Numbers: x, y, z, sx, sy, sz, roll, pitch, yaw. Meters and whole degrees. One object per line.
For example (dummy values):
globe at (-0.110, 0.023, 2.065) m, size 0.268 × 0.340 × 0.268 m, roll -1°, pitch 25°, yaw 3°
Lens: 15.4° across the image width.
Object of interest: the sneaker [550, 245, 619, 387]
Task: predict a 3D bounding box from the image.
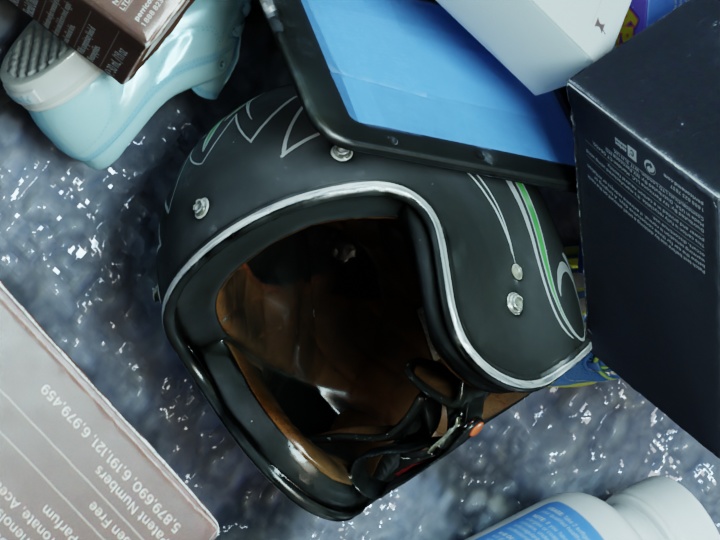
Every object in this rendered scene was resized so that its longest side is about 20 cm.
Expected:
sneaker at (0.164, 0.023, 1.420) m, size 0.199 × 0.105 × 0.076 m, roll -14°, pitch 103°, yaw -28°

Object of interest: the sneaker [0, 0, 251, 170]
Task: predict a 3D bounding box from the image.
sneaker at (-0.082, -0.130, 1.287) m, size 0.200 × 0.074 × 0.082 m, roll -42°, pitch 126°, yaw -11°

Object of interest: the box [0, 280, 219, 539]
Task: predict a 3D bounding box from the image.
box at (-0.195, 0.097, 0.960) m, size 0.200 × 0.166 × 0.164 m, roll -48°, pitch 117°, yaw -17°

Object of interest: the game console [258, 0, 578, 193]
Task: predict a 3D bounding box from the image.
game console at (0.051, -0.143, 1.233) m, size 0.199 × 0.116 × 0.177 m, roll 9°, pitch 103°, yaw -40°

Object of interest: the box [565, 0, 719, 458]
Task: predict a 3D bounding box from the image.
box at (0.206, -0.047, 1.247) m, size 0.200 × 0.104 × 0.183 m, roll -34°, pitch 142°, yaw -20°

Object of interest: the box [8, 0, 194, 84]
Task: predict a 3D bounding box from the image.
box at (-0.158, -0.174, 1.175) m, size 0.200 × 0.100 × 0.075 m, roll 38°, pitch 79°, yaw -5°

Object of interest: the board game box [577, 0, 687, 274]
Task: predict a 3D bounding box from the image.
board game box at (0.183, -0.096, 1.352) m, size 0.134 × 0.045 × 0.201 m, roll -1°, pitch 99°, yaw -30°

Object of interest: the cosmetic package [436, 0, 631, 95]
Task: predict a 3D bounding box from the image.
cosmetic package at (0.078, -0.205, 1.228) m, size 0.151 × 0.052 × 0.201 m, roll 40°, pitch 56°, yaw -25°

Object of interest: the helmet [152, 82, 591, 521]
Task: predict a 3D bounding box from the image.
helmet at (0.000, 0.000, 1.275) m, size 0.200 × 0.200 × 0.191 m, roll -33°, pitch 86°, yaw -22°

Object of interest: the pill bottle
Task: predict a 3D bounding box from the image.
pill bottle at (0.093, 0.184, 1.398) m, size 0.199 × 0.112 × 0.113 m, roll -24°, pitch 108°, yaw -24°
